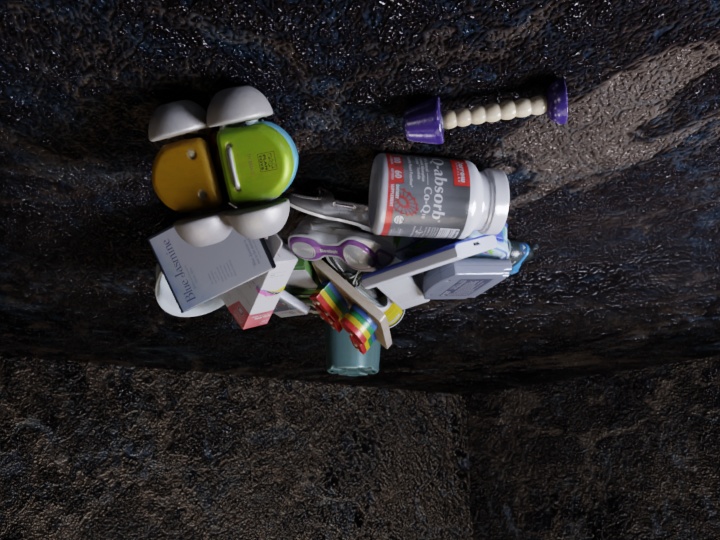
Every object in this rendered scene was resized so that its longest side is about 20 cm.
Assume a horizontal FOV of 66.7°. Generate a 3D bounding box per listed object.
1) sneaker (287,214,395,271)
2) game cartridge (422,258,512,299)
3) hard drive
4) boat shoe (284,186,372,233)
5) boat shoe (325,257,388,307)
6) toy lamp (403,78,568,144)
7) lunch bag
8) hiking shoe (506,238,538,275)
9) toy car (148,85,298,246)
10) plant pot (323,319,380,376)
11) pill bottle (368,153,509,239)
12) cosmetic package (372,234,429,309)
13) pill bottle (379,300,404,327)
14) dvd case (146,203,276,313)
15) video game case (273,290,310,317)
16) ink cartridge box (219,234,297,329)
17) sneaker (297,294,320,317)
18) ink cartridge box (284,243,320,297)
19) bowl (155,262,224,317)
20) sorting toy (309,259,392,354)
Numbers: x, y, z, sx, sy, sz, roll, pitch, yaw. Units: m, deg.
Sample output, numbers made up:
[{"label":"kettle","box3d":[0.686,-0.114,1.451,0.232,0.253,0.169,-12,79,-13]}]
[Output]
[{"label":"sneaker","box3d":[-0.028,-0.061,0.970,0.193,0.101,0.077,12,136,13]},{"label":"game cartridge","box3d":[0.190,0.018,1.046,0.128,0.042,0.200,-5,165,-11]},{"label":"hard drive","box3d":[0.112,-0.015,0.904,0.196,0.026,0.130,-20,177,42]},{"label":"boat shoe","box3d":[-0.034,-0.113,0.922,0.194,0.059,0.067,14,-167,-25]},{"label":"boat shoe","box3d":[0.000,0.000,1.112,0.072,0.071,0.199,-43,122,10]},{"label":"toy lamp","box3d":[0.149,-0.193,0.670,0.192,0.060,0.058,-7,160,13]},{"label":"lunch bag","box3d":[0.167,-0.061,1.001,0.195,0.086,0.159,13,158,-33]},{"label":"hiking shoe","box3d":[0.297,-0.004,1.171,0.083,0.077,0.200,5,160,-11]},{"label":"toy car","box3d":[-0.167,-0.137,0.718,0.193,0.182,0.150,-6,-165,18]},{"label":"plant pot","box3d":[-0.021,0.181,1.516,0.192,0.204,0.201,1,162,0]},{"label":"pill bottle","box3d":[0.113,-0.108,0.815,0.192,0.120,0.116,2,161,-7]},{"label":"cosmetic package","box3d":[0.079,0.001,1.132,0.069,0.105,0.200,-18,156,15]},{"label":"pill bottle","box3d":[0.039,0.060,1.298,0.110,0.119,0.200,-4,161,14]},{"label":"dvd case","box3d":[-0.258,-0.031,0.941,0.195,0.147,0.018,-24,-172,12]},{"label":"video game case","box3d":[-0.230,0.049,1.265,0.197,0.024,0.181,35,159,-20]},{"label":"ink cartridge box","box3d":[-0.189,-0.009,1.015,0.066,0.117,0.203,-9,137,-49]},{"label":"sneaker","box3d":[-0.159,0.060,1.373,0.193,0.085,0.082,10,149,24]},{"label":"ink cartridge box","box3d":[-0.146,0.004,1.225,0.100,0.062,0.201,-1,161,9]},{"label":"bowl","box3d":[-0.318,-0.014,1.072,0.197,0.091,0.205,-27,145,-20]},{"label":"sorting toy","box3d":[-0.031,0.092,1.178,0.198,0.070,0.200,40,166,20]}]
